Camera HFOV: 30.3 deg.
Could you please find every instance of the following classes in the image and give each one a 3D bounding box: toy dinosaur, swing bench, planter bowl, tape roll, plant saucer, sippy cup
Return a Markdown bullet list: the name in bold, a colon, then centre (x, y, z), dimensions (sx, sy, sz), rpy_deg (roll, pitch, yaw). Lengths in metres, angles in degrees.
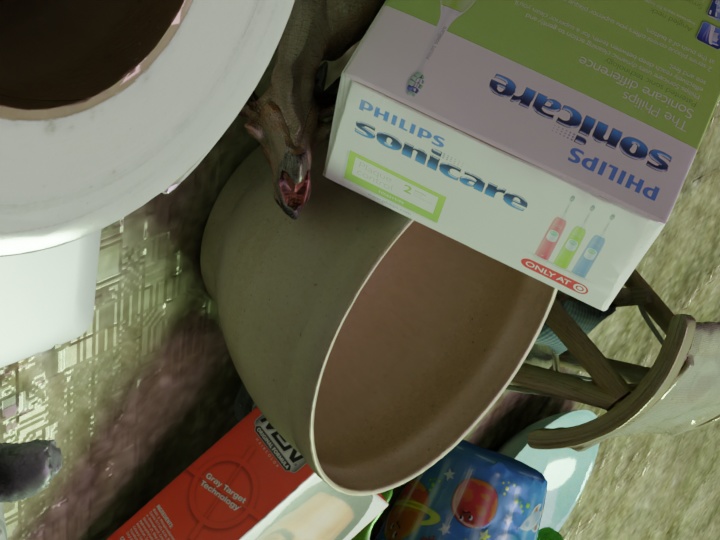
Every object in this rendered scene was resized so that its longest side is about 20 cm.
- **toy dinosaur**: centre (-0.014, -0.133, 0.640), dimensions (0.200, 0.086, 0.136), rpy_deg (-53, 162, -36)
- **swing bench**: centre (0.155, 0.046, 0.908), dimensions (0.199, 0.200, 0.130), rpy_deg (6, 113, -55)
- **planter bowl**: centre (0.000, 0.000, 0.719), dimensions (0.200, 0.135, 0.200), rpy_deg (-34, 142, -31)
- **tape roll**: centre (-0.131, -0.122, 0.416), dimensions (0.203, 0.139, 0.203), rpy_deg (-30, 135, -35)
- **plant saucer**: centre (0.137, 0.200, 1.176), dimensions (0.201, 0.039, 0.201), rpy_deg (-34, 143, -31)
- **sippy cup**: centre (0.079, 0.201, 1.022), dimensions (0.130, 0.139, 0.178), rpy_deg (-68, 160, -2)

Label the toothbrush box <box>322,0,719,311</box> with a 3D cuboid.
- **toothbrush box**: centre (0.093, -0.107, 0.609), dimensions (0.086, 0.145, 0.200), rpy_deg (106, 10, -61)

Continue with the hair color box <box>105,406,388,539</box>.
- **hair color box**: centre (-0.089, 0.171, 0.786), dimensions (0.200, 0.061, 0.102), rpy_deg (-42, 147, -2)

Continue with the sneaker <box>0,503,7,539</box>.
- **sneaker**: centre (-0.193, 0.157, 0.650), dimensions (0.075, 0.081, 0.200), rpy_deg (-24, 134, -39)

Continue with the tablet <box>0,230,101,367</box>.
- **tablet**: centre (-0.161, -0.038, 0.582), dimensions (0.130, 0.014, 0.200), rpy_deg (-21, 134, -44)

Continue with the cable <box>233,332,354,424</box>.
- **cable**: centre (-0.034, 0.116, 0.856), dimensions (0.097, 0.050, 0.200), rpy_deg (-31, 139, -34)

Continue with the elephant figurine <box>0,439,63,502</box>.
- **elephant figurine**: centre (-0.240, 0.071, 0.478), dimensions (0.200, 0.141, 0.155), rpy_deg (61, 37, -39)
